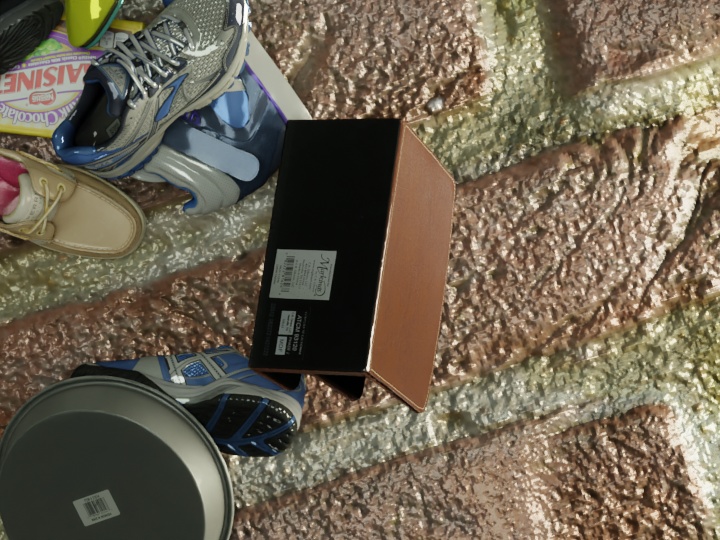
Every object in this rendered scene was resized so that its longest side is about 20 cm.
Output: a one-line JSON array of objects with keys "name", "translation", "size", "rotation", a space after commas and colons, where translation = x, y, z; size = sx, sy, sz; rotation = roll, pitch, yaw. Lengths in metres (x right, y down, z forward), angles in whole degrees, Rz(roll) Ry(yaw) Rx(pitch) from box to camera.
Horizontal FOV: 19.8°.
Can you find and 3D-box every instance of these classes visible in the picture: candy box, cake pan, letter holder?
[{"name": "candy box", "translation": [-0.276, -0.160, 1.659], "size": [0.199, 0.026, 0.103], "rotation": [7, 94, 1]}, {"name": "cake pan", "translation": [-0.200, 0.182, 1.628], "size": [0.199, 0.037, 0.201], "rotation": [4, 111, 12]}, {"name": "letter holder", "translation": [0.000, 0.000, 1.609], "size": [0.100, 0.142, 0.201], "rotation": [1, 73, 24]}]

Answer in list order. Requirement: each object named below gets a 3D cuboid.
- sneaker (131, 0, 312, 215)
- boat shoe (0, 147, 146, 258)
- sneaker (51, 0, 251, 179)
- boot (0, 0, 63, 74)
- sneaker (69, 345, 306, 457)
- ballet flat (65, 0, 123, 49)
[{"name": "sneaker", "translation": [-0.144, -0.142, 1.630], "size": [0.146, 0.081, 0.200], "rotation": [-38, 97, -3]}, {"name": "boat shoe", "translation": [-0.267, -0.056, 1.632], "size": [0.199, 0.069, 0.074], "rotation": [20, 100, -7]}, {"name": "sneaker", "translation": [-0.160, -0.144, 1.559], "size": [0.077, 0.085, 0.200], "rotation": [50, 114, 21]}, {"name": "boot", "translation": [-0.356, -0.229, 1.623], "size": [0.165, 0.066, 0.200], "rotation": [-38, 76, -13]}, {"name": "sneaker", "translation": [-0.136, 0.101, 1.649], "size": [0.199, 0.077, 0.076], "rotation": [8, 125, 15]}, {"name": "ballet flat", "translation": [-0.196, -0.274, 1.624], "size": [0.067, 0.067, 0.201], "rotation": [34, 79, -31]}]
